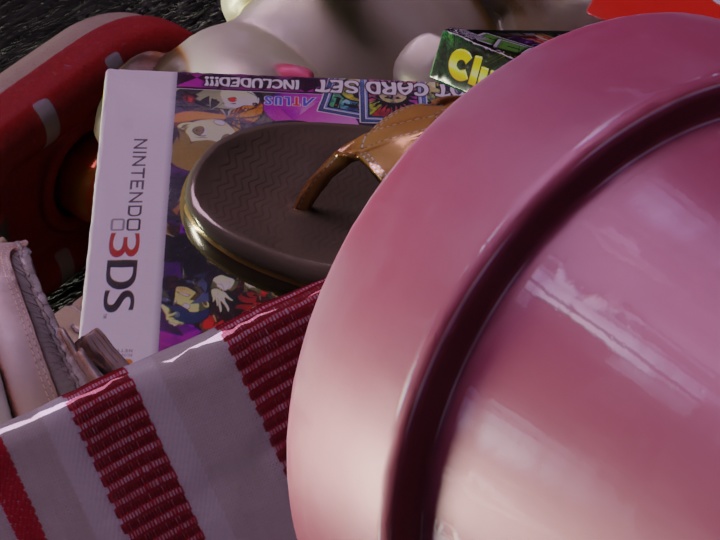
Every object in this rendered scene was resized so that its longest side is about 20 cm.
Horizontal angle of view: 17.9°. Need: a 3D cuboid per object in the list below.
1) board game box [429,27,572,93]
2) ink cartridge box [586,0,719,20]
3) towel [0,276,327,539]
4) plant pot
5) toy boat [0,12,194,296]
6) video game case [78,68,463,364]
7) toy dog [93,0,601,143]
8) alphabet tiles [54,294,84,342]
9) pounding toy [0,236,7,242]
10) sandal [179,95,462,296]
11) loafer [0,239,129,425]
[{"bbox_3d":[0.124,-0.064,0.843,0.105,0.024,0.200,28,21,31],"label":"board game box"},{"bbox_3d":[0.205,-0.118,0.905,0.199,0.057,0.163,23,33,5],"label":"ink cartridge box"},{"bbox_3d":[-0.039,0.094,0.669,0.199,0.145,0.023,-24,-3,-16],"label":"towel"},{"bbox_3d":[0.107,0.057,0.565,0.199,0.201,0.179,-32,37,-18],"label":"plant pot"},{"bbox_3d":[-0.133,-0.046,1.212,0.130,0.131,0.200,27,49,27],"label":"toy boat"},{"bbox_3d":[0.000,0.000,0.822,0.199,0.036,0.182,2,45,-3],"label":"video game case"},{"bbox_3d":[-0.022,-0.084,0.981,0.194,0.140,0.200,-24,13,49],"label":"toy dog"},{"bbox_3d":[-0.019,0.053,0.798,0.200,0.006,0.166,31,50,25],"label":"alphabet tiles"},{"bbox_3d":[-0.238,0.058,1.004,0.183,0.143,0.200,-16,22,23],"label":"pounding toy"},{"bbox_3d":[0.042,-0.023,0.724,0.199,0.054,0.080,10,42,13],"label":"sandal"},{"bbox_3d":[-0.071,0.081,0.708,0.063,0.201,0.072,-19,-8,-6],"label":"loafer"}]
